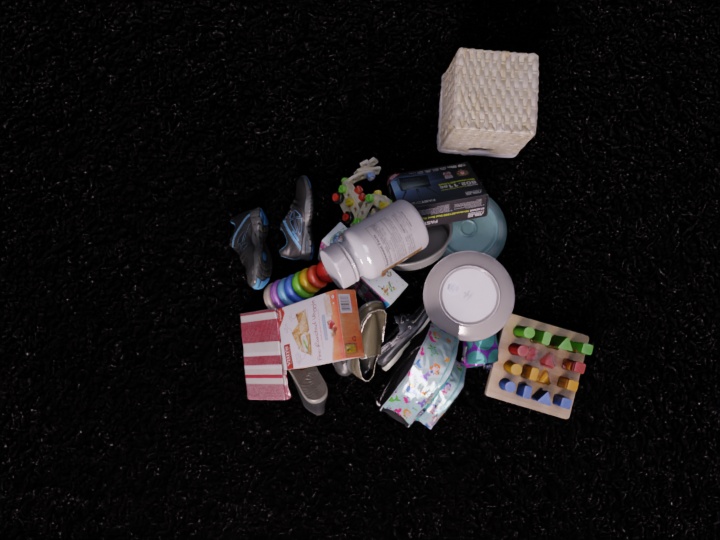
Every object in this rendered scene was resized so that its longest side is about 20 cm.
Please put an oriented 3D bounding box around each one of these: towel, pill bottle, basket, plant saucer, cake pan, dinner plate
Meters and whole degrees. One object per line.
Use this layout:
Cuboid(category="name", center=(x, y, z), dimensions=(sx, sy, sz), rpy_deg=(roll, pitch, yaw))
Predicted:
Cuboid(category="towel", center=(-0.217, 0.190, 1.179), dimensions=(0.144, 0.023, 0.200), rpy_deg=(-11, 83, 42))
Cuboid(category="pill bottle", center=(0.026, -0.049, 1.049), dimensions=(0.200, 0.114, 0.114), rpy_deg=(-30, 86, -15))
Cuboid(category="basket", center=(0.289, -0.377, 1.201), dimensions=(0.198, 0.161, 0.200), rpy_deg=(4, 87, -1))
Cuboid(category="plant saucer", center=(0.251, -0.098, 1.239), dimensions=(0.200, 0.036, 0.200), rpy_deg=(0, 86, -1))
Cuboid(category="cake pan", center=(0.109, -0.074, 1.183), dimensions=(0.200, 0.037, 0.200), rpy_deg=(-9, 45, 9))
Cuboid(category="dinner plate", center=(0.238, 0.055, 1.151), dimensions=(0.200, 0.024, 0.200), rpy_deg=(-1, 84, 7))

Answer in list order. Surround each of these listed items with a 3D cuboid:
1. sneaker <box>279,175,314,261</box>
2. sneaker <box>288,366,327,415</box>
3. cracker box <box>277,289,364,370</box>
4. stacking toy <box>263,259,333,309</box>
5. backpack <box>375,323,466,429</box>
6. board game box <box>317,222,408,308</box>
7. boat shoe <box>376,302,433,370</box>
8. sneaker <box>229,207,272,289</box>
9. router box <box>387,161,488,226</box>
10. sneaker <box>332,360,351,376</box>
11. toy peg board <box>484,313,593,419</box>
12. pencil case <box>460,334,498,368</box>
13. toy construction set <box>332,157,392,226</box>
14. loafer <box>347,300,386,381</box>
Cuboid(category="sneaker", center=(-0.148, -0.123, 1.219), dimensions=(0.082, 0.073, 0.200), rpy_deg=(1, 85, 0))
Cuboid(category="sneaker", center=(-0.135, 0.231, 1.196), dimensions=(0.075, 0.106, 0.200), rpy_deg=(-16, 56, -16))
Cuboid(category="cracker box", center=(-0.086, 0.124, 1.071), dimensions=(0.058, 0.200, 0.134), rpy_deg=(2, 74, -43))
Cuboid(category="stacking toy", center=(-0.123, 0.028, 1.154), dimensions=(0.200, 0.085, 0.085), rpy_deg=(-31, 85, 34))
Cuboid(category="backpack", center=(0.140, 0.221, 1.118), dimensions=(0.150, 0.178, 0.200), rpy_deg=(26, 112, 7))
Cuboid(category="board game box", center=(0.000, 0.000, 1.170), dimensions=(0.200, 0.148, 0.064), rpy_deg=(41, 75, 3))
Cuboid(category="boat shoe", center=(0.095, 0.133, 1.200), dimensions=(0.066, 0.075, 0.199), rpy_deg=(39, 96, -3))
Cuboid(category="sneaker", center=(-0.252, -0.045, 1.198), dimensions=(0.082, 0.073, 0.200), rpy_deg=(-12, 62, 8))
Cuboid(category="router box", center=(0.170, -0.170, 1.187), dimensions=(0.200, 0.062, 0.150), rpy_deg=(-11, 41, -2))
Cuboid(category="sneaker", center=(-0.039, 0.141, 1.190), dimensions=(0.066, 0.091, 0.200), rpy_deg=(2, 85, 1))
Cuboid(category="toy peg board", center=(0.411, 0.218, 1.184), dimensions=(0.200, 0.098, 0.199), rpy_deg=(16, 85, 1))
Cuboid(category="pencil case", center=(0.260, 0.122, 1.196), dimensions=(0.092, 0.085, 0.200), rpy_deg=(-4, 84, -28))
Cuboid(category="toy construction set", center=(0.008, -0.170, 1.193), dimensions=(0.092, 0.131, 0.200), rpy_deg=(17, 43, -33))
Cuboid(category="loafer", center=(0.023, 0.155, 1.129), dimensions=(0.075, 0.070, 0.200), rpy_deg=(-8, 123, -26))
